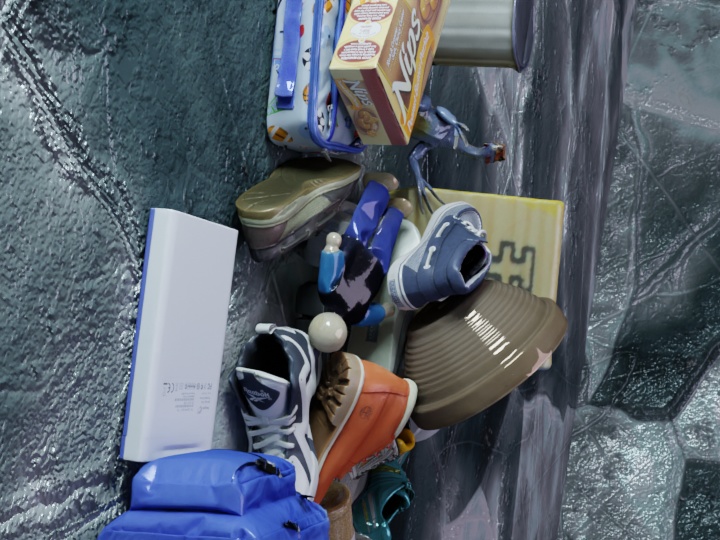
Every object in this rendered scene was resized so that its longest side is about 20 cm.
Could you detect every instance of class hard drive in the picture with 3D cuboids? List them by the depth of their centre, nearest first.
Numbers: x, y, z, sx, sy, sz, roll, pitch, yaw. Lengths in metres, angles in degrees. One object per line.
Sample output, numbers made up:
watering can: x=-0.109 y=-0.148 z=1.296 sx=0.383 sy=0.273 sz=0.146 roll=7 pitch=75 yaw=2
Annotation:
hard drive: x=-0.152 y=0.057 z=1.027 sx=0.132 sy=0.025 sz=0.203 roll=17 pitch=79 yaw=-70

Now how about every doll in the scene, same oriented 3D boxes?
doll: x=0.000 y=0.000 z=1.239 sx=0.137 sy=0.048 sz=0.202 roll=56 pitch=46 yaw=-39

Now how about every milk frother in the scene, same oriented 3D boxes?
milk frother: x=0.094 y=-0.319 z=1.396 sx=0.200 sy=0.185 sz=0.183 roll=-38 pitch=129 yaw=-64

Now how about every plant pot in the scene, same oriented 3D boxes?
plant pot: x=0.115 y=0.072 z=1.287 sx=0.093 sy=0.199 sz=0.201 roll=55 pitch=31 yaw=-10

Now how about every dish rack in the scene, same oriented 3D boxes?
dish rack: x=-0.023 y=0.077 z=1.363 sx=0.200 sy=0.054 sz=0.156 roll=-18 pitch=112 yaw=-70

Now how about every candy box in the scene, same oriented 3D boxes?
candy box: x=0.034 y=-0.242 z=1.225 sx=0.116 sy=0.055 sz=0.202 roll=61 pitch=40 yaw=-51

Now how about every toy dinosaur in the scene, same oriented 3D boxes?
toy dinosaur: x=0.083 y=-0.174 z=1.349 sx=0.180 sy=0.104 sz=0.203 roll=4 pitch=69 yaw=-46

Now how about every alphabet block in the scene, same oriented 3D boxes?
alphabet block: x=0.129 y=0.008 z=1.486 sx=0.195 sy=0.193 sz=0.203 roll=-173 pitch=-93 yaw=-81

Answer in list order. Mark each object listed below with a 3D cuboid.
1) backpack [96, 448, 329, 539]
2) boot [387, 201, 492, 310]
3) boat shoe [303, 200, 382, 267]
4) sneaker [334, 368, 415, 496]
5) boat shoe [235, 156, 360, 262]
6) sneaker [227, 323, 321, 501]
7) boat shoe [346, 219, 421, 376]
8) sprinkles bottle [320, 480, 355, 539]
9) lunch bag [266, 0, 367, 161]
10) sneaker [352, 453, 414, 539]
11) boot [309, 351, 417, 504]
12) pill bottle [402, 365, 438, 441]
backpack: x=-0.105 y=0.237 z=1.006 sx=0.200 sy=0.160 sz=0.171 roll=24 pitch=72 yaw=-68
boot: x=0.110 y=-0.020 z=1.289 sx=0.200 sy=0.089 sz=0.074 roll=-49 pitch=120 yaw=-50
boat shoe: x=-0.011 y=-0.034 z=1.358 sx=0.069 sy=0.071 sz=0.200 roll=-66 pitch=170 yaw=11
sneaker: x=0.015 y=0.204 z=1.399 sx=0.202 sy=0.081 sz=0.078 roll=-64 pitch=171 yaw=26
boat shoe: x=-0.062 y=-0.063 z=1.203 sx=0.201 sy=0.071 sz=0.067 roll=-37 pitch=135 yaw=-58
sneaker: x=-0.088 y=0.144 z=1.155 sx=0.130 sy=0.078 sz=0.202 roll=47 pitch=51 yaw=-63
boat shoe: x=0.025 y=0.046 z=1.330 sx=0.072 sy=0.069 sz=0.204 roll=53 pitch=49 yaw=-75
sprinkles bottle: x=-0.035 y=0.339 z=1.373 sx=0.068 sy=0.067 sz=0.203 roll=-52 pitch=142 yaw=-57
lunch bag: x=-0.036 y=-0.212 z=1.225 sx=0.160 sy=0.074 sz=0.204 roll=2 pitch=92 yaw=-69
sneaker: x=0.033 y=0.280 z=1.535 sx=0.201 sy=0.078 sz=0.078 roll=-60 pitch=149 yaw=-51
boot: x=-0.015 y=0.185 z=1.254 sx=0.106 sy=0.075 sz=0.202 roll=16 pitch=114 yaw=-31
pill bottle: x=0.074 y=0.160 z=1.574 sx=0.200 sy=0.110 sz=0.114 roll=-15 pitch=109 yaw=-70
